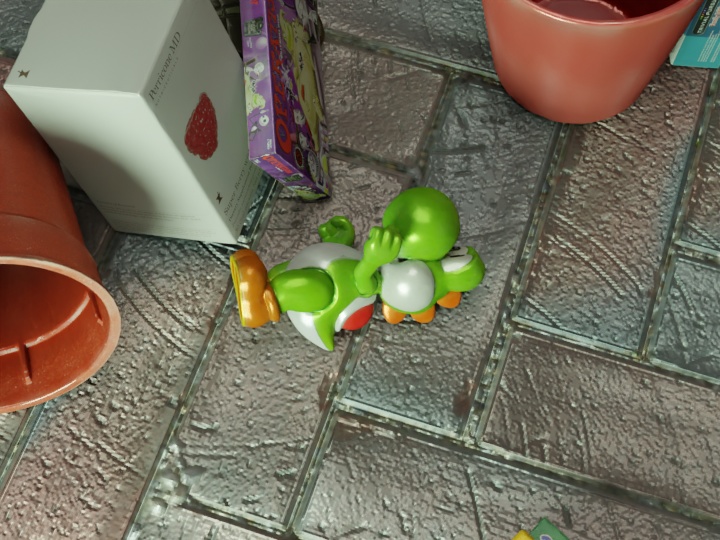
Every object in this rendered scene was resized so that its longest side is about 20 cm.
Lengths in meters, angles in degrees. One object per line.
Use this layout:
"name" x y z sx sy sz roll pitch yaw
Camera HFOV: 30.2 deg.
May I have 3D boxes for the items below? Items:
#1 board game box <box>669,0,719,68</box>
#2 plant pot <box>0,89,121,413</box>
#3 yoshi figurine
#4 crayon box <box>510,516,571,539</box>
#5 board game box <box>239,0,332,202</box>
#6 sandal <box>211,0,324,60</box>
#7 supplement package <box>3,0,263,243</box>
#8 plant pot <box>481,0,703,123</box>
"board game box" 0.307 -0.304 1.172 0.047 0.151 0.201 3 63 -3
"plant pot" -0.298 -0.024 1.018 0.200 0.201 0.196 -13 56 -7
"yoshi figurine" -0.002 -0.015 1.053 0.199 0.112 0.113 -8 57 -7
"crayon box" 0.112 0.276 0.933 0.126 0.052 0.200 41 70 19
"board game box" -0.063 -0.168 1.103 0.032 0.120 0.201 -12 73 22
"sandal" -0.129 -0.205 1.174 0.200 0.055 0.082 -19 87 -23
"supplement package" -0.163 -0.126 1.043 0.119 0.200 0.122 7 62 22
"plant pot" 0.188 -0.230 1.120 0.200 0.177 0.201 0 63 0
